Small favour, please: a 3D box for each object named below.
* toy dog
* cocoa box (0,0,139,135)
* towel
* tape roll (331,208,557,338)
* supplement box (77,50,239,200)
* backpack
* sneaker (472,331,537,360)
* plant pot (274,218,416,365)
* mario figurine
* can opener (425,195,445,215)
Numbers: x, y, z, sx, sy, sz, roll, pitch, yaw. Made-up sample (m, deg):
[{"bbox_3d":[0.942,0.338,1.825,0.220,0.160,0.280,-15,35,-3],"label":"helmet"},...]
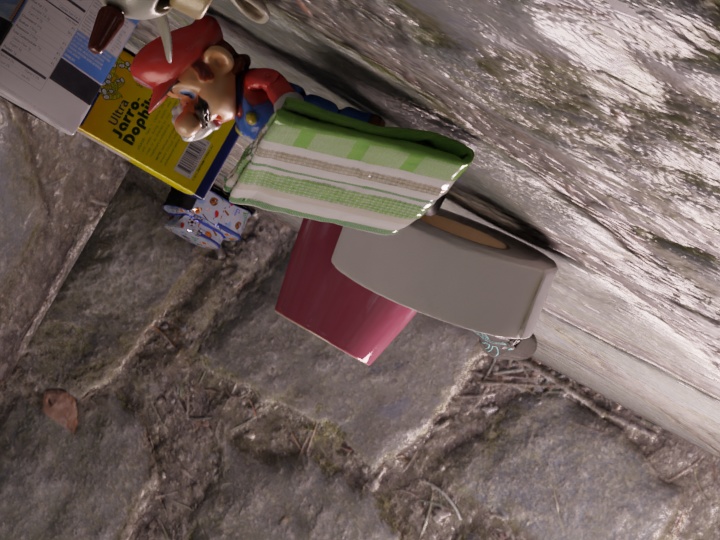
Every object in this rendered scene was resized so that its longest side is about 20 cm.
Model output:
[{"bbox_3d":[-0.141,-0.171,1.082,0.132,0.096,0.200,30,178,9],"label":"toy dog"},{"bbox_3d":[-0.326,-0.233,1.596,0.200,0.131,0.133,28,177,37],"label":"cocoa box"},{"bbox_3d":[-0.012,-0.077,1.313,0.149,0.031,0.200,11,164,-12],"label":"towel"},{"bbox_3d":[0.078,-0.007,1.625,0.202,0.071,0.202,20,-171,-3],"label":"tape roll"},{"bbox_3d":[-0.258,-0.183,2.133,0.200,0.110,0.109,30,178,-19],"label":"supplement box"},{"bbox_3d":[-0.362,-0.132,4.193,0.190,0.154,0.200,19,179,-25],"label":"backpack"},{"bbox_3d":[0.212,0.092,2.667,0.079,0.076,0.200,24,175,46],"label":"sneaker"},{"bbox_3d":[0.000,0.000,2.010,0.200,0.179,0.200,29,178,1],"label":"plant pot"},{"bbox_3d":[-0.090,-0.116,1.388,0.200,0.124,0.106,24,-141,-10],"label":"mario figurine"},{"bbox_3d":[0.037,-0.070,1.523,0.053,0.067,0.200,28,-178,8],"label":"can opener"}]
